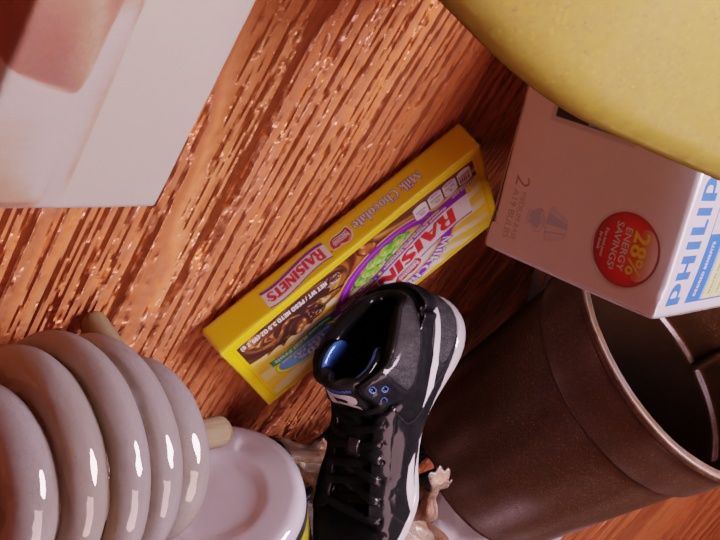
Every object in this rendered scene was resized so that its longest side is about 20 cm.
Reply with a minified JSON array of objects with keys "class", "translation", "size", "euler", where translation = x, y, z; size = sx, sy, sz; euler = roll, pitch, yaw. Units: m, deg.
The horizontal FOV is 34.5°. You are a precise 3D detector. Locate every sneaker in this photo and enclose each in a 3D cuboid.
[{"class":"sneaker","translation":[-0.005,0.100,0.724],"size":[0.112,0.073,0.200],"euler":[27,80,-61]}]

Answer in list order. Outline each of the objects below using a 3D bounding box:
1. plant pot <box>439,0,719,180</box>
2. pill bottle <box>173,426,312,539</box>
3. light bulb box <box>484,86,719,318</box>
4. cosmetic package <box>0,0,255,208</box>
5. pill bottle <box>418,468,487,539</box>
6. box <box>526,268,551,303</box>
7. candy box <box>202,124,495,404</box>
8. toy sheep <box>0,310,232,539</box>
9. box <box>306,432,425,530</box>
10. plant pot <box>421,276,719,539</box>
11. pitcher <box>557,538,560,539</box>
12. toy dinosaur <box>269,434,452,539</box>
[{"class":"plant pot","translation":[0.085,-0.173,0.438],"size":[0.200,0.196,0.194],"euler":[3,129,-44]},{"class":"pill bottle","translation":[-0.087,0.207,0.796],"size":[0.114,0.114,0.200],"euler":[-29,143,-22]},{"class":"light bulb box","translation":[0.199,-0.090,0.691],"size":[0.200,0.125,0.199],"euler":[-5,114,-47]},{"class":"cosmetic package","translation":[-0.085,-0.127,0.373],"size":[0.087,0.103,0.200],"euler":[-5,133,-49]},{"class":"pill bottle","translation":[0.067,0.226,0.985],"size":[0.112,0.112,0.200],"euler":[-24,173,-29]},{"class":"box","translation":[0.215,-0.042,0.912],"size":[0.158,0.048,0.200],"euler":[-29,149,-21]},{"class":"candy box","translation":[0.000,0.000,0.731],"size":[0.200,0.026,0.102],"euler":[-39,155,-5]},{"class":"toy sheep","translation":[-0.142,0.089,0.566],"size":[0.200,0.138,0.138],"euler":[-9,138,-45]},{"class":"box","translation":[-0.012,0.170,0.940],"size":[0.200,0.032,0.121],"euler":[-44,152,7]},{"class":"plant pot","translation":[0.162,0.098,0.842],"size":[0.200,0.201,0.198],"euler":[-7,155,-46]},{"class":"pitcher","translation":[0.147,0.233,1.159],"size":[0.200,0.121,0.172],"euler":[-15,122,-57]},{"class":"toy dinosaur","translation":[0.021,0.188,0.838],"size":[0.086,0.136,0.200],"euler":[-35,114,-15]}]
